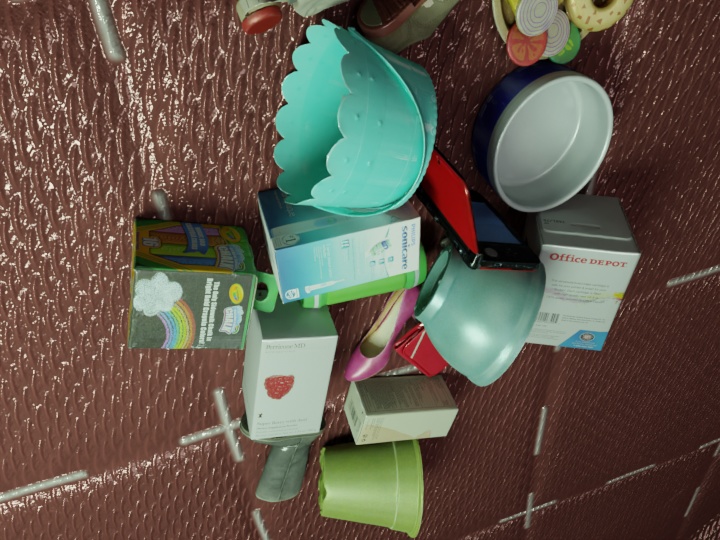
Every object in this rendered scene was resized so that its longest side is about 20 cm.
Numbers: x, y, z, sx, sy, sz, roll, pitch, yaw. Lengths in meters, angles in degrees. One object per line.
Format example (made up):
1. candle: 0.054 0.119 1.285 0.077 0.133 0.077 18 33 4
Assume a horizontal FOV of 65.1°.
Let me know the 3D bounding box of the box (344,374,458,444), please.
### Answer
1. box: 0.076 0.261 1.070 0.193 0.096 0.080 3 125 -22

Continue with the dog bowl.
1. dog bowl: 0.266 -0.195 0.834 0.193 0.080 0.206 -10 126 -14

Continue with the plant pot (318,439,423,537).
1. plant pot: 0.012 0.412 1.108 0.183 0.203 0.205 3 124 -8

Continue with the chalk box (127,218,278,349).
1. chalk box: -0.209 0.020 0.769 0.194 0.125 0.128 4 122 -25

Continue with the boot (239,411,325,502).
1. boot: -0.165 0.350 1.062 0.177 0.074 0.203 12 125 -26

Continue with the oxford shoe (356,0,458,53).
1. oxford shoe: 0.085 -0.335 0.685 0.196 0.072 0.075 -32 154 2

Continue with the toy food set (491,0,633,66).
1. toy food set: 0.256 -0.369 0.728 0.196 0.049 0.200 -39 129 8

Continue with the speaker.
1. speaker: 0.000 0.000 0.862 0.193 0.089 0.091 -11 128 -14

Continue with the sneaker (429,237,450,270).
1. sneaker: 0.153 0.027 0.959 0.089 0.076 0.206 2 115 -14

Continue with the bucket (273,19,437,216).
1. bucket: -0.010 -0.169 0.671 0.131 0.209 0.212 4 123 -28

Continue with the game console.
1. game console: 0.152 -0.106 0.772 0.167 0.202 0.122 2 125 -22

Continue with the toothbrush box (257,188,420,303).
1. toothbrush box: -0.031 -0.054 0.771 0.193 0.148 0.088 -12 129 -12

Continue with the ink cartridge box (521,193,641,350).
1. ink cartridge box: 0.337 0.000 0.920 0.141 0.148 0.205 6 130 5

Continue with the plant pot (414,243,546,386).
1. plant pot: 0.160 0.045 0.832 0.131 0.201 0.204 26 115 -4

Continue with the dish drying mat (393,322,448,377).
1. dish drying mat: 0.122 0.146 1.015 0.076 0.018 0.200 -41 146 3

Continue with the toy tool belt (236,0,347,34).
1. toy tool belt: -0.056 -0.346 0.593 0.195 0.125 0.126 -25 98 -7

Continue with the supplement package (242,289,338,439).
1. supplement package: -0.118 0.147 0.894 0.117 0.121 0.205 -1 124 -19

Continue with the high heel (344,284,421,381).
1. high heel: 0.033 0.100 0.949 0.199 0.068 0.096 -41 138 3
